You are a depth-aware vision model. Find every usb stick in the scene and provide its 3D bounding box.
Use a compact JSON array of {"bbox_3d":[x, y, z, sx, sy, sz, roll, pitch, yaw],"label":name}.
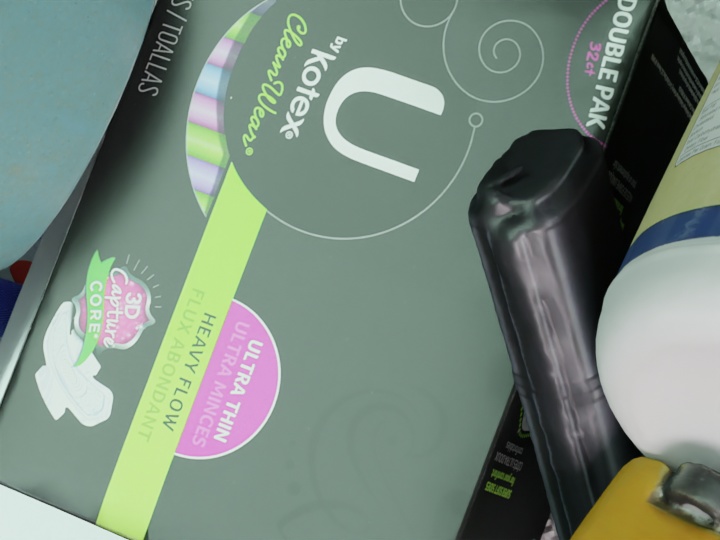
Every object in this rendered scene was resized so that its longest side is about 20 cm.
[{"bbox_3d":[0.070,0.057,0.735,0.032,0.201,0.056,-5,27,25],"label":"usb stick"}]

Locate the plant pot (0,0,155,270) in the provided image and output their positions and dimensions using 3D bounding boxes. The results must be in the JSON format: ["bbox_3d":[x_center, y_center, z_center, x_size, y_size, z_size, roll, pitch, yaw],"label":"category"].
[{"bbox_3d":[-0.155,-0.087,0.791,0.201,0.160,0.201,-49,28,37],"label":"plant pot"}]

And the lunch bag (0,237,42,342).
[{"bbox_3d":[-0.207,0.000,0.964,0.199,0.170,0.125,12,85,36],"label":"lunch bag"}]

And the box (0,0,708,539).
[{"bbox_3d":[0.000,0.000,0.811,0.148,0.124,0.201,20,86,17],"label":"box"}]

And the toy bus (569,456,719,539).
[{"bbox_3d":[0.131,0.114,0.634,0.199,0.078,0.065,22,71,45],"label":"toy bus"}]

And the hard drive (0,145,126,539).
[{"bbox_3d":[-0.055,0.031,0.898,0.131,0.026,0.201,21,87,12],"label":"hard drive"}]

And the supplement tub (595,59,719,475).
[{"bbox_3d":[0.160,-0.029,0.689,0.144,0.145,0.201,8,59,38],"label":"supplement tub"}]
